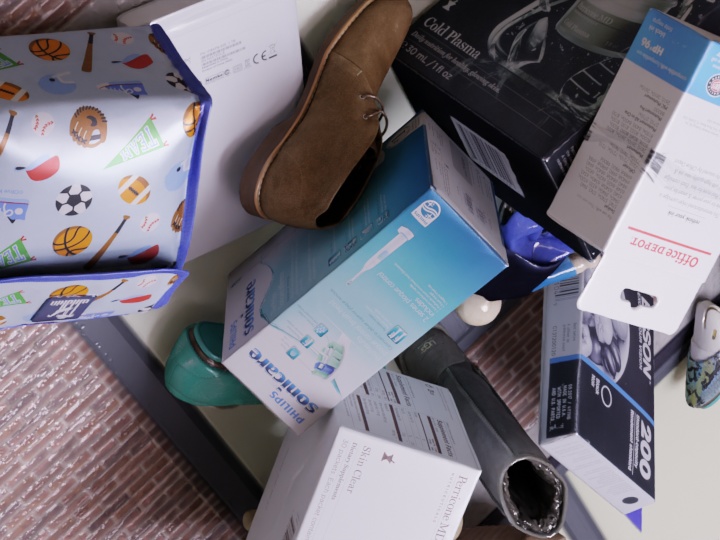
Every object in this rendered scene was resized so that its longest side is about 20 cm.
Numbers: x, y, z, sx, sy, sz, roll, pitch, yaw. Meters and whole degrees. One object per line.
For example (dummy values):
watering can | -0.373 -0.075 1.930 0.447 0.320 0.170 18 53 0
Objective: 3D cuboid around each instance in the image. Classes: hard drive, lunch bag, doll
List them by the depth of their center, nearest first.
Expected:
lunch bag | -0.198 -0.045 1.434 0.169 0.124 0.200 -5 129 -26
hard drive | -0.098 -0.110 1.545 0.132 0.027 0.201 -26 131 -26
doll | 0.136 -0.018 1.737 0.136 0.049 0.200 2 143 -34

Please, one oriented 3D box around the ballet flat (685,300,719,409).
ballet flat | 0.345 0.032 2.001 0.200 0.074 0.074 -53 137 0

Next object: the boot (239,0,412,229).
boot | -0.003 -0.113 1.563 0.200 0.075 0.074 -60 147 -17

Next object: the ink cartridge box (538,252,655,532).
ink cartridge box | 0.213 0.093 1.851 0.200 0.043 0.199 42 44 -48

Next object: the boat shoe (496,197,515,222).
boat shoe | 0.190 -0.073 1.786 0.200 0.064 0.071 -25 132 -25

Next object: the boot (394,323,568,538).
boot | 0.110 0.140 1.764 0.073 0.200 0.182 -44 137 -2

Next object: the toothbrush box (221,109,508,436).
toothbrush box | 0.000 0.000 1.564 0.200 0.147 0.085 -39 111 15

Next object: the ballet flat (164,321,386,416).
ballet flat | -0.071 0.078 1.682 0.200 0.067 0.070 8 137 -43

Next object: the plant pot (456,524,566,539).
plant pot | 0.087 0.291 1.905 0.201 0.093 0.201 -52 165 -20

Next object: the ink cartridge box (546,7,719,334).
ink cartridge box | 0.208 -0.065 1.509 0.116 0.068 0.200 16 106 -42

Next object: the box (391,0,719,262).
box | 0.162 -0.147 1.611 0.197 0.200 0.124 -41 136 -11

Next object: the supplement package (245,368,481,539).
supplement package | -0.007 0.187 1.611 0.111 0.156 0.201 17 106 -12

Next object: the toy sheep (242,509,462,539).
toy sheep | -0.003 0.203 1.767 0.199 0.138 0.138 2 117 -35
